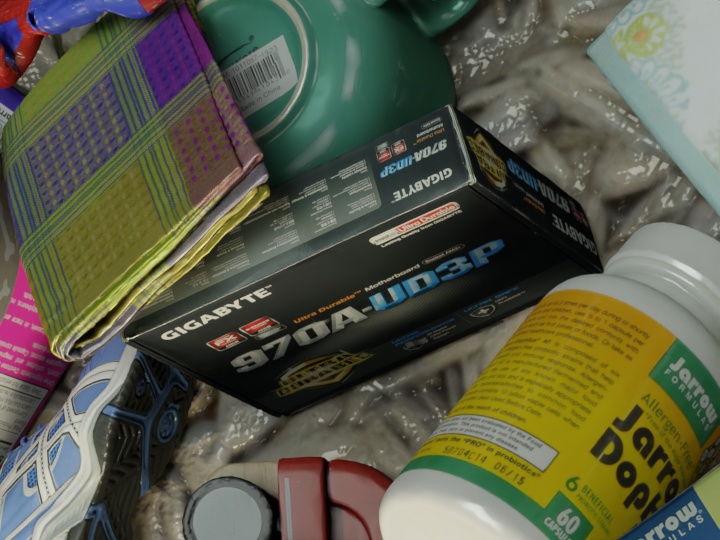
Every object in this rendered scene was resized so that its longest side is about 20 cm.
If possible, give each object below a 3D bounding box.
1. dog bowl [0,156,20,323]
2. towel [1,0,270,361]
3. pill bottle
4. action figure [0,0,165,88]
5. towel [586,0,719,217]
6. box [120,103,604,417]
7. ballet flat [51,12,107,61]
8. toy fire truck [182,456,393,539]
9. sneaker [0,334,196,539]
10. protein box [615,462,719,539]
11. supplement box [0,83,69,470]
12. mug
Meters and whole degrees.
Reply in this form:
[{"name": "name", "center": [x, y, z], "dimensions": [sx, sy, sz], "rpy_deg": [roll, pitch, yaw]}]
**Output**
[{"name": "dog bowl", "center": [-0.266, -0.010, 1.400], "dimensions": [0.200, 0.059, 0.200], "rpy_deg": [-8, 74, 27]}, {"name": "towel", "center": [-0.117, -0.055, 1.310], "dimensions": [0.144, 0.023, 0.200], "rpy_deg": [-43, 38, 14]}, {"name": "pill bottle", "center": [0.108, 0.074, 1.239], "dimensions": [0.113, 0.113, 0.200], "rpy_deg": [24, 58, 30]}, {"name": "action figure", "center": [-0.169, -0.154, 1.352], "dimensions": [0.200, 0.099, 0.065], "rpy_deg": [-24, 39, 43]}, {"name": "towel", "center": [0.226, -0.093, 1.269], "dimensions": [0.171, 0.048, 0.200], "rpy_deg": [-41, 64, 11]}, {"name": "box", "center": [0.000, 0.000, 1.319], "dimensions": [0.200, 0.159, 0.046], "rpy_deg": [-24, 63, 19]}, {"name": "ballet flat", "center": [-0.132, -0.153, 1.421], "dimensions": [0.075, 0.200, 0.068], "rpy_deg": [17, 44, -2]}, {"name": "toy fire truck", "center": [0.018, 0.178, 1.302], "dimensions": [0.200, 0.129, 0.176], "rpy_deg": [-4, 80, 5]}, {"name": "sneaker", "center": [-0.151, 0.097, 1.418], "dimensions": [0.077, 0.076, 0.200], "rpy_deg": [20, 83, 30]}, {"name": "protein box", "center": [0.207, 0.197, 1.140], "dimensions": [0.135, 0.200, 0.199], "rpy_deg": [-38, 63, 14]}, {"name": "supplement box", "center": [-0.210, 0.004, 1.458], "dimensions": [0.101, 0.103, 0.200], "rpy_deg": [35, 93, 30]}, {"name": "mug", "center": [-0.035, -0.106, 1.389], "dimensions": [0.152, 0.114, 0.185], "rpy_deg": [16, 85, 29]}]
